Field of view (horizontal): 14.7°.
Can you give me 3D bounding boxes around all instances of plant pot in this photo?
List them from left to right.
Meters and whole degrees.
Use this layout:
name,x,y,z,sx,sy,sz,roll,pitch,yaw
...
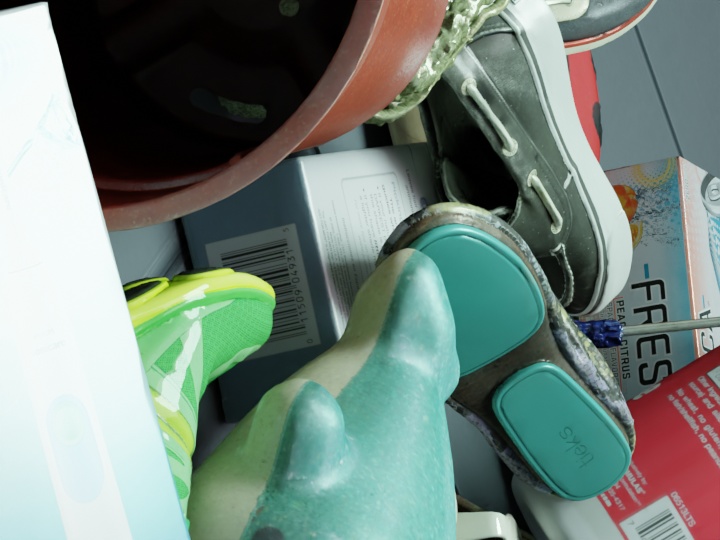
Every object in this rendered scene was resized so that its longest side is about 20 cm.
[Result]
name,x,y,z,sx,sy,sz,roll,pitch,yaw
plant pot,-0.059,-0.115,0.965,0.195,0.201,0.201,-8,86,-74

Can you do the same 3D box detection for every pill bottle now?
name,x,y,z,sx,sy,sz,roll,pitch,yaw
pill bottle,0.178,0.088,1.258,0.112,0.200,0.112,59,-4,7

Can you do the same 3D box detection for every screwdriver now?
name,x,y,z,sx,sy,sz,roll,pitch,yaw
screwdriver,0.139,0.028,1.314,0.029,0.200,0.028,-53,137,-66

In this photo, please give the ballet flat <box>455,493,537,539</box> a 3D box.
name,x,y,z,sx,sy,sz,roll,pitch,yaw
ballet flat,0.024,0.104,1.187,0.200,0.062,0.068,35,48,-57

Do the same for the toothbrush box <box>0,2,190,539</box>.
name,x,y,z,sx,sy,sz,roll,pitch,yaw
toothbrush box,-0.138,0.040,0.771,0.146,0.085,0.200,-18,95,-45

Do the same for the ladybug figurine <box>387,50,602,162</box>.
name,x,y,z,sx,sy,sz,roll,pitch,yaw
ladybug figurine,0.067,-0.086,1.342,0.136,0.072,0.200,25,51,-48

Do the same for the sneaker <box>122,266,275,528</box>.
name,x,y,z,sx,sy,sz,roll,pitch,yaw
sneaker,-0.090,0.058,0.945,0.200,0.074,0.084,-40,113,-54

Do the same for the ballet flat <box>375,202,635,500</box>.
name,x,y,z,sx,sy,sz,roll,pitch,yaw
ballet flat,0.051,0.023,1.153,0.200,0.072,0.072,53,33,-46

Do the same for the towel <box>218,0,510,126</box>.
name,x,y,z,sx,sy,sz,roll,pitch,yaw
towel,0.029,-0.140,1.136,0.036,0.148,0.200,44,73,-24

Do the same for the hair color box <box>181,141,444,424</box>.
name,x,y,z,sx,sy,sz,roll,pitch,yaw
hair color box,0.000,0.000,1.187,0.200,0.061,0.099,-12,90,-66

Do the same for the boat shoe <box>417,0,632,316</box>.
name,x,y,z,sx,sy,sz,roll,pitch,yaw
boat shoe,0.060,-0.041,1.199,0.064,0.071,0.200,-48,139,-23

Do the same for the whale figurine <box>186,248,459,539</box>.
name,x,y,z,sx,sy,sz,roll,pitch,yaw
whale figurine,0.000,0.092,1.018,0.200,0.104,0.159,-60,159,-30

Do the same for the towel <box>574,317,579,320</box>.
name,x,y,z,sx,sy,sz,roll,pitch,yaw
towel,0.118,0.088,1.423,0.148,0.036,0.200,-28,105,-64

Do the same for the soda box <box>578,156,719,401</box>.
name,x,y,z,sx,sy,sz,roll,pitch,yaw
soda box,0.150,0.050,1.371,0.068,0.064,0.200,22,62,-59

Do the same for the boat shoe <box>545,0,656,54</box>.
name,x,y,z,sx,sy,sz,roll,pitch,yaw
boat shoe,0.063,-0.136,1.269,0.071,0.200,0.063,51,-36,35
